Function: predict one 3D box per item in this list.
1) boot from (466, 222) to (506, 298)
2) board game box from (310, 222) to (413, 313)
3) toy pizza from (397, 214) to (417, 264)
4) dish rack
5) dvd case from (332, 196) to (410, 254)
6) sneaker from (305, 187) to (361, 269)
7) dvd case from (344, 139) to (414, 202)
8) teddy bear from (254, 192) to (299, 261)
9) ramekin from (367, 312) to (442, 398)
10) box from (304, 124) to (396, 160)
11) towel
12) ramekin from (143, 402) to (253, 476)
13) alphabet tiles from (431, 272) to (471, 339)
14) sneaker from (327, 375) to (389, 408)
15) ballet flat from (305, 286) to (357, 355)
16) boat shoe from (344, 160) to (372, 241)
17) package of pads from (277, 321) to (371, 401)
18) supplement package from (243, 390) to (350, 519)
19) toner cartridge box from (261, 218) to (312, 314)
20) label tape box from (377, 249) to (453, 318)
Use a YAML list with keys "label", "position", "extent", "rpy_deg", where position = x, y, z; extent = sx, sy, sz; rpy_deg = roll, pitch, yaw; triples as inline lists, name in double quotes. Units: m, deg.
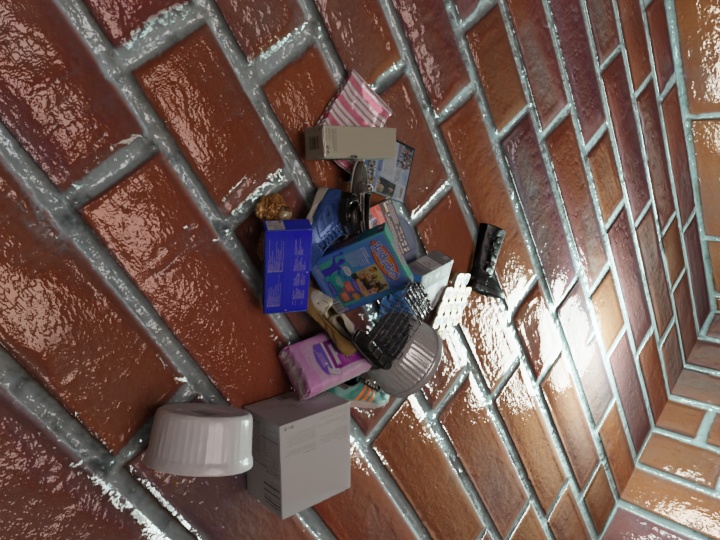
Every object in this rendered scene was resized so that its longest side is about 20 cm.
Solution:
- label: "boot"
  position: [0.400, -0.027, 1.749]
  extent: [0.164, 0.065, 0.203]
  rpy_deg: [21, 78, -44]
- label: "board game box"
  position: [0.000, 0.000, 1.294]
  extent: [0.153, 0.198, 0.045]
  rpy_deg: [61, 19, -23]
- label: "toy pizza"
  position: [0.066, -0.045, 1.455]
  extent: [0.198, 0.032, 0.203]
  rpy_deg: [-8, 103, -38]
- label: "dish rack"
  position: [0.078, 0.116, 1.281]
  extent: [0.201, 0.054, 0.154]
  rpy_deg: [-52, 144, -13]
- label: "dvd case"
  position: [0.016, -0.069, 1.375]
  extent: [0.199, 0.022, 0.147]
  rpy_deg: [-30, 106, -24]
- label: "sneaker"
  position: [-0.060, -0.085, 1.237]
  extent: [0.077, 0.110, 0.202]
  rpy_deg: [65, 38, -58]
- label: "dvd case"
  position: [0.051, -0.261, 1.418]
  extent: [0.198, 0.017, 0.145]
  rpy_deg: [14, 87, -42]
- label: "teddy bear"
  position: [-0.163, -0.061, 1.221]
  extent: [0.144, 0.066, 0.203]
  rpy_deg: [-4, 100, -44]
- label: "ramekin"
  position: [0.093, 0.198, 1.415]
  extent: [0.105, 0.199, 0.202]
  rpy_deg: [40, 70, -28]
- label: "box"
  position: [-0.020, -0.277, 1.260]
  extent: [0.198, 0.082, 0.069]
  rpy_deg: [-7, 100, -35]
- label: "towel"
  position: [-0.015, -0.337, 1.322]
  extent: [0.146, 0.030, 0.202]
  rpy_deg: [38, 73, -32]
- label: "ramekin"
  position: [-0.294, 0.309, 1.077]
  extent: [0.199, 0.199, 0.099]
  rpy_deg: [12, 82, -42]
- label: "alphabet tiles"
  position: [0.254, 0.100, 1.616]
  extent: [0.195, 0.014, 0.202]
  rpy_deg: [0, 110, -59]
- label: "sneaker"
  position: [0.001, 0.290, 1.422]
  extent: [0.198, 0.071, 0.081]
  rpy_deg: [10, 94, -41]
- label: "ballet flat"
  position: [-0.067, 0.097, 1.281]
  extent: [0.200, 0.063, 0.069]
  rpy_deg: [50, 35, -1]
- label: "boat shoe"
  position: [0.007, -0.146, 1.310]
  extent: [0.067, 0.056, 0.203]
  rpy_deg: [5, 91, -72]
- label: "package of pads"
  position: [-0.077, 0.204, 1.306]
  extent: [0.199, 0.076, 0.122]
  rpy_deg: [-16, 73, -40]
- label: "supplement package"
  position: [-0.136, 0.386, 1.260]
  extent: [0.190, 0.146, 0.203]
  rpy_deg: [-8, 102, -41]
- label: "toner cartridge box"
  position: [-0.151, -0.006, 1.166]
  extent: [0.094, 0.043, 0.202]
  rpy_deg: [-3, 125, -15]
- label: "label tape box"
  position: [0.143, 0.048, 1.480]
  extent: [0.199, 0.063, 0.146]
  rpy_deg: [-25, 137, -40]
